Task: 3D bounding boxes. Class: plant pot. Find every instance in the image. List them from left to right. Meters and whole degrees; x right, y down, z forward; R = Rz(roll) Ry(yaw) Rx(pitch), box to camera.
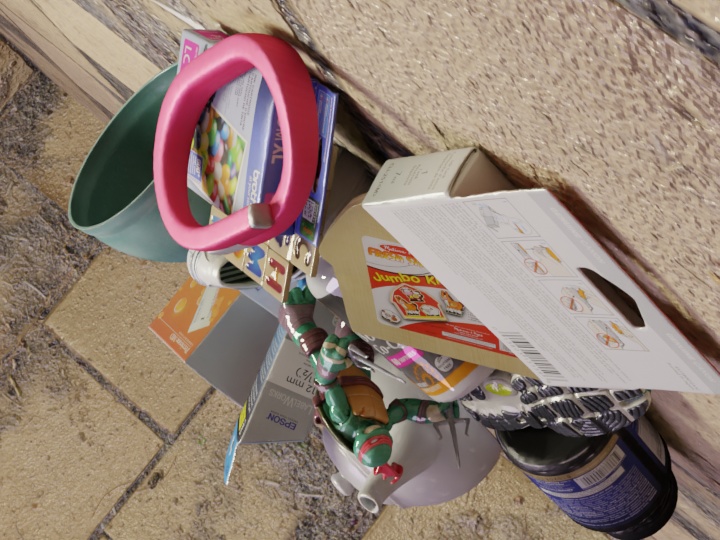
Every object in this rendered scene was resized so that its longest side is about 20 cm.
[{"bbox_3d":[-0.170,-0.087,1.443,0.134,0.201,0.200,38,177,-30],"label":"plant pot"}]

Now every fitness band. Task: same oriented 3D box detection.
[{"bbox_3d":[-0.095,-0.089,1.058,0.037,0.145,0.199,-2,171,-34],"label":"fitness band"}]

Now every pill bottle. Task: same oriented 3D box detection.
[{"bbox_3d":[0.029,0.002,1.174,0.200,0.117,0.116,41,175,-11],"label":"pill bottle"},{"bbox_3d":[0.205,0.161,1.285,0.112,0.112,0.200,35,173,43],"label":"pill bottle"}]

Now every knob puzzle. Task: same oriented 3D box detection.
[{"bbox_3d":[0.065,-0.004,1.034,0.218,0.031,0.220,18,148,12],"label":"knob puzzle"}]

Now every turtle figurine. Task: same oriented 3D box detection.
[{"bbox_3d":[0.001,0.100,1.259,0.149,0.101,0.200,34,-162,-43],"label":"turtle figurine"}]

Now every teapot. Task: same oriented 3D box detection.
[{"bbox_3d":[0.030,0.160,1.431,0.197,0.146,0.200,46,180,36],"label":"teapot"}]

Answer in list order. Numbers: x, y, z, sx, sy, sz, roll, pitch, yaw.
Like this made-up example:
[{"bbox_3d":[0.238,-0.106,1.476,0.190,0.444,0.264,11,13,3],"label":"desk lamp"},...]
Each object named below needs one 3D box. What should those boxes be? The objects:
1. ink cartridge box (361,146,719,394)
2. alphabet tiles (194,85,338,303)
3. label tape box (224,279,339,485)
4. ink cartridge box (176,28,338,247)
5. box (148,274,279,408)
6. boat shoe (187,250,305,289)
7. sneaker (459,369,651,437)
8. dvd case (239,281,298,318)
[{"bbox_3d":[0.121,0.002,0.904,0.200,0.044,0.173,43,155,-27],"label":"ink cartridge box"},{"bbox_3d":[-0.077,-0.077,1.140,0.006,0.168,0.200,-1,-158,-34],"label":"alphabet tiles"},{"bbox_3d":[-0.068,0.111,1.431,0.066,0.201,0.143,22,-178,-5],"label":"label tape box"},{"bbox_3d":[-0.086,-0.103,1.113,0.042,0.120,0.200,-3,-158,-35],"label":"ink cartridge box"},{"bbox_3d":[-0.116,0.029,1.598,0.097,0.200,0.124,42,174,-31],"label":"box"},{"bbox_3d":[-0.064,-0.015,1.400,0.067,0.199,0.074,29,132,54],"label":"boat shoe"},{"bbox_3d":[0.152,0.078,1.169,0.078,0.080,0.199,49,153,-26],"label":"sneaker"},{"bbox_3d":[-0.024,0.014,1.520,0.200,0.142,0.018,37,-153,-31],"label":"dvd case"}]
